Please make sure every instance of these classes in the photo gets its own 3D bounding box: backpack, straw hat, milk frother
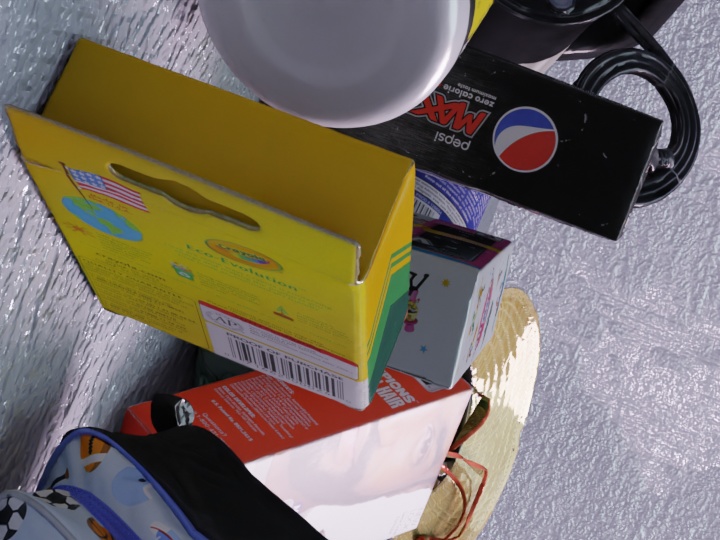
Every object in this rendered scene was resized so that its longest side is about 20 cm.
[{"bbox_3d":[-0.089,0.178,0.629,0.154,0.200,0.191,4,119,-50],"label":"backpack"},{"bbox_3d":[0.036,0.094,1.047,0.201,0.085,0.202,-38,138,-44],"label":"straw hat"},{"bbox_3d":[0.107,-0.125,0.973,0.188,0.180,0.201,133,-29,-72],"label":"milk frother"}]

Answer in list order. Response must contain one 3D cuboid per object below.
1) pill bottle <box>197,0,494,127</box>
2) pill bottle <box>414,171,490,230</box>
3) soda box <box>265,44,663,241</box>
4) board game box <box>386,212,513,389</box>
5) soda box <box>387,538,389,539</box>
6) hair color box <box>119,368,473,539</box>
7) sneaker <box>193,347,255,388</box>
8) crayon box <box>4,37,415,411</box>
[{"bbox_3d":[0.015,-0.153,0.695,0.200,0.112,0.113,-59,168,-53],"label":"pill bottle"},{"bbox_3d":[0.036,-0.064,1.099,0.112,0.111,0.201,100,14,-57],"label":"pill bottle"},{"bbox_3d":[0.055,-0.081,0.846,0.063,0.199,0.071,-14,125,-80],"label":"soda box"},{"bbox_3d":[0.000,0.000,0.866,0.200,0.147,0.065,-32,138,-78],"label":"board game box"},{"bbox_3d":[-0.013,0.198,1.066,0.200,0.063,0.069,-118,-159,-58],"label":"soda box"},{"bbox_3d":[-0.041,0.109,0.861,0.199,0.064,0.111,-15,135,-43],"label":"hair color box"},{"bbox_3d":[-0.069,0.098,0.919,0.201,0.073,0.119,100,7,-68],"label":"sneaker"},{"bbox_3d":[-0.046,-0.015,0.588,0.200,0.126,0.051,90,22,-72],"label":"crayon box"}]
